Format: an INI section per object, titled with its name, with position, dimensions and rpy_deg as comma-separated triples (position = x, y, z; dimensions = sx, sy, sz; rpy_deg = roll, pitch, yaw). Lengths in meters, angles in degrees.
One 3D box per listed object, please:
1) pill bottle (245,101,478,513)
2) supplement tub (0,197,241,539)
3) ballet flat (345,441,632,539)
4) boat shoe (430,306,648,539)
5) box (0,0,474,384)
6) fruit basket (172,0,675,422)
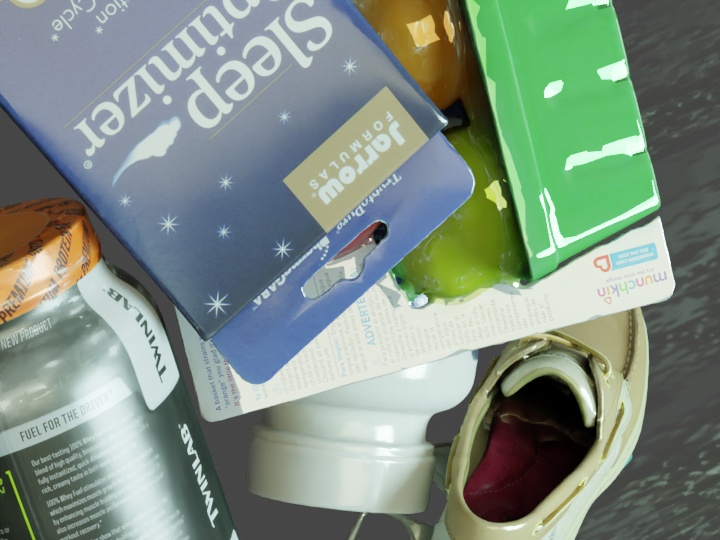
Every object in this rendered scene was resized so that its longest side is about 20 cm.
[pill bottle]
position = 0.000, 0.000, 0.988
dimensions = 0.110, 0.111, 0.202
rpy_deg = 6, 90, -18
[supplement tub]
position = -0.114, 0.083, 0.843
dimensions = 0.122, 0.122, 0.202
rpy_deg = -23, 108, -15
[ballet flat]
position = 0.036, 0.126, 1.038
dimensions = 0.200, 0.068, 0.072
rpy_deg = -44, 85, -7
[boat shoe]
position = 0.086, 0.064, 0.996
dimensions = 0.073, 0.067, 0.201
rpy_deg = 17, 48, 10
[box]
position = -0.055, -0.065, 0.809
dimensions = 0.121, 0.032, 0.200
rpy_deg = -42, 107, -4
[fruit basket]
position = 0.010, -0.054, 0.899
dimensions = 0.198, 0.094, 0.187
rpy_deg = -15, 94, 3
